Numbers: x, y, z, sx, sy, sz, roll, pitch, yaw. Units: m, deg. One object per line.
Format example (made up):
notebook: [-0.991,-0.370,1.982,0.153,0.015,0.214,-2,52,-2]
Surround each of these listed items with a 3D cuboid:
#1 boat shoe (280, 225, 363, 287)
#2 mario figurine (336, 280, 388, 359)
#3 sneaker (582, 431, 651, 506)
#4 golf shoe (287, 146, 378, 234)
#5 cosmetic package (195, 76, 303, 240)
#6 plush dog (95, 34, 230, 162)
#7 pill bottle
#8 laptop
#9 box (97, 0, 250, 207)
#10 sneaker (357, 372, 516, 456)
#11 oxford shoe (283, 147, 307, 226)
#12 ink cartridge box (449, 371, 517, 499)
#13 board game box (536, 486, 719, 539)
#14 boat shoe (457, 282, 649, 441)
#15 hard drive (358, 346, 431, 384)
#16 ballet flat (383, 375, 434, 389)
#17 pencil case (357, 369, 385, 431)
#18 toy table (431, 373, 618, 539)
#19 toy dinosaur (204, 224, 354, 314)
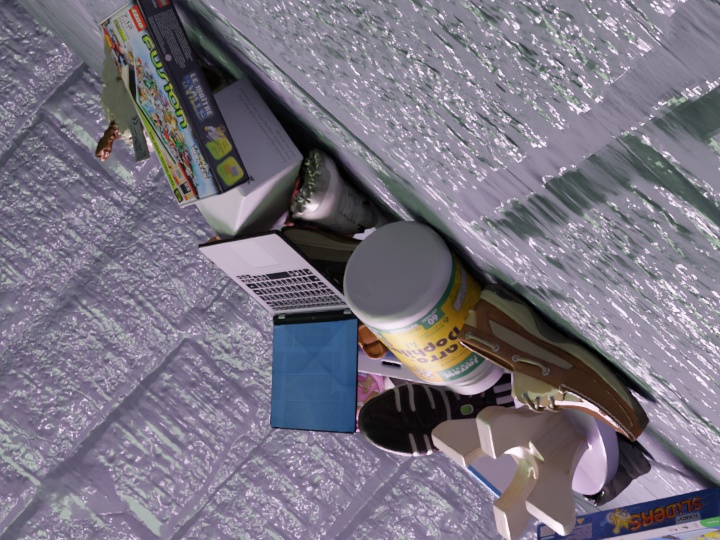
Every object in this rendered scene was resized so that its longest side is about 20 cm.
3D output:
boat shoe: [-0.001,0.000,1.412,0.199,0.067,0.072,13,-178,23]
mario figurine: [0.031,0.018,1.483,0.123,0.106,0.200,26,-159,-10]
sneaker: [0.237,0.189,1.430,0.200,0.091,0.076,45,178,-26]
golf shoe: [-0.023,-0.077,1.387,0.097,0.079,0.200,19,178,-2]
cosmetic package: [-0.131,-0.107,1.398,0.113,0.081,0.200,55,162,7]
plush dog: [-0.212,-0.186,1.517,0.200,0.161,0.171,39,-162,33]
pill bottle: [0.074,0.046,1.301,0.113,0.113,0.200,38,174,40]
laptop: [-0.093,0.069,1.415,0.200,0.116,0.187,43,155,-23]
box: [-0.183,-0.166,1.274,0.110,0.035,0.201,-10,106,60]
sneaker: [0.078,0.164,1.427,0.115,0.198,0.076,146,117,-66]
oxford shoe: [-0.087,-0.112,1.545,0.074,0.071,0.200,48,169,14]
ink cartridge box: [0.153,0.169,1.608,0.147,0.146,0.200,42,177,-11]
board game box: [0.298,0.284,1.331,0.135,0.199,0.035,44,-140,-37]
boat shoe: [0.168,0.094,1.176,0.200,0.074,0.076,39,176,35]
hard drive: [0.040,0.076,1.534,0.131,0.027,0.200,10,-163,0]
ballet flat: [0.066,0.120,1.586,0.068,0.069,0.200,36,-160,2]
pencil case: [-0.014,0.117,1.558,0.200,0.082,0.087,-93,-5,-73]
toy table: [0.173,0.179,1.304,0.183,0.117,0.201,23,143,50]
toy dinosaur: [-0.071,-0.029,1.550,0.086,0.199,0.136,29,147,54]
